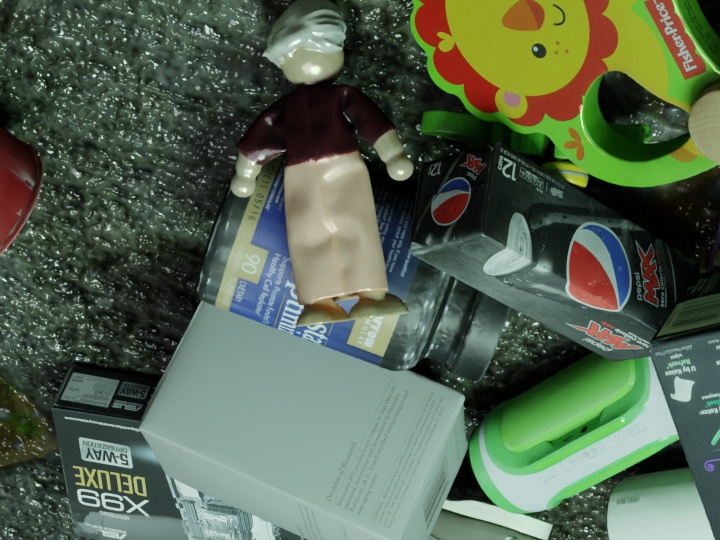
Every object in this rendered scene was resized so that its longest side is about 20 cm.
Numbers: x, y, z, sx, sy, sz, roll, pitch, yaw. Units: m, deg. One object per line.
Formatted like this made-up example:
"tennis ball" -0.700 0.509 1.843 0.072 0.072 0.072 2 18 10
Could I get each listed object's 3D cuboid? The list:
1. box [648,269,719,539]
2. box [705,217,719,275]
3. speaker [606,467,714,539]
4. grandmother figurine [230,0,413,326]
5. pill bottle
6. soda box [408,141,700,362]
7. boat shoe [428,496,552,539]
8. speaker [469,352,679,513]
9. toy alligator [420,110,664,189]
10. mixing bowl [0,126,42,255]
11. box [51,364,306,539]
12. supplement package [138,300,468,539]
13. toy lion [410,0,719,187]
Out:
"box" 0.268 0.103 1.159 0.105 0.122 0.201 -14 103 29
"box" 0.325 -0.015 1.186 0.198 0.039 0.138 12 134 7
"speaker" 0.275 0.171 1.323 0.199 0.082 0.081 -15 127 41
"grandmother figurine" -0.025 -0.068 1.169 0.120 0.061 0.202 -7 88 10
"pill bottle" 0.000 0.000 1.253 0.198 0.112 0.112 20 135 -1
"soda box" 0.125 -0.008 1.182 0.199 0.064 0.070 26 155 -36
"boat shoe" 0.045 0.193 1.418 0.200 0.061 0.072 12 174 29
"speaker" 0.169 0.099 1.309 0.088 0.089 0.200 40 131 -20
"toy alligator" 0.138 -0.080 1.179 0.198 0.060 0.054 5 174 12
"mixing bowl" -0.322 -0.056 1.240 0.199 0.201 0.109 -14 128 28
"box" -0.135 0.159 1.486 0.198 0.050 0.159 9 134 9
"supplement package" -0.036 0.116 1.320 0.199 0.118 0.117 22 162 13
"toy lion" 0.127 -0.136 1.102 0.191 0.069 0.201 -22 106 38
